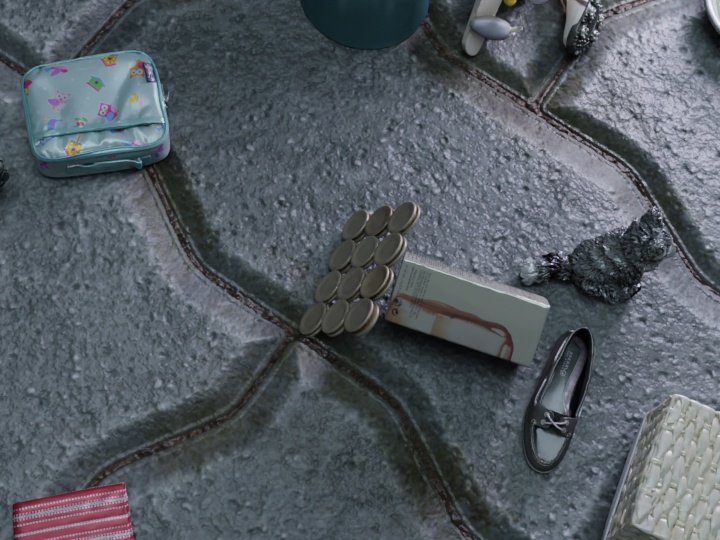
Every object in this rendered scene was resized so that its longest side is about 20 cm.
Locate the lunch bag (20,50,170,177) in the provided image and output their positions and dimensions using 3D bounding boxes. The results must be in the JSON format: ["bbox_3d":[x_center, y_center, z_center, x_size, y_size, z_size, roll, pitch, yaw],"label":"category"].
[{"bbox_3d":[-0.357,-0.211,1.725,0.197,0.077,0.162,-10,68,-11],"label":"lunch bag"}]

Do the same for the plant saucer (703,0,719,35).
[{"bbox_3d":[0.616,-0.395,1.930,0.197,0.050,0.202,2,66,-5],"label":"plant saucer"}]

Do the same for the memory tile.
[{"bbox_3d":[0.000,0.000,1.646,0.017,0.152,0.202,38,63,-28],"label":"memory tile"}]

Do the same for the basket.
[{"bbox_3d":[0.400,0.273,1.564,0.134,0.124,0.202,23,67,5],"label":"basket"}]

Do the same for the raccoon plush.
[{"bbox_3d":[0.323,-0.015,1.683,0.198,0.134,0.098,-15,70,-13],"label":"raccoon plush"}]

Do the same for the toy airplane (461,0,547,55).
[{"bbox_3d":[0.214,-0.432,1.820,0.140,0.201,0.199,34,67,22],"label":"toy airplane"}]

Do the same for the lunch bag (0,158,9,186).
[{"bbox_3d":[-0.578,-0.111,1.630,0.198,0.140,0.169,21,49,3],"label":"lunch bag"}]

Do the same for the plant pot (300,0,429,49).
[{"bbox_3d":[0.013,-0.451,1.827,0.198,0.161,0.203,2,66,-5],"label":"plant pot"}]

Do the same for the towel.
[{"bbox_3d":[-0.336,0.364,1.506,0.143,0.023,0.202,-9,66,-8],"label":"towel"}]

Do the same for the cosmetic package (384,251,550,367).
[{"bbox_3d":[0.137,0.050,1.642,0.198,0.103,0.088,18,95,3],"label":"cosmetic package"}]

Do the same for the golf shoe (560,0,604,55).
[{"bbox_3d":[0.328,-0.408,1.903,0.087,0.077,0.202,11,61,21],"label":"golf shoe"}]

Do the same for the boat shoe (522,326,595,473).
[{"bbox_3d":[0.259,0.162,1.641,0.066,0.057,0.202,20,66,3],"label":"boat shoe"}]
